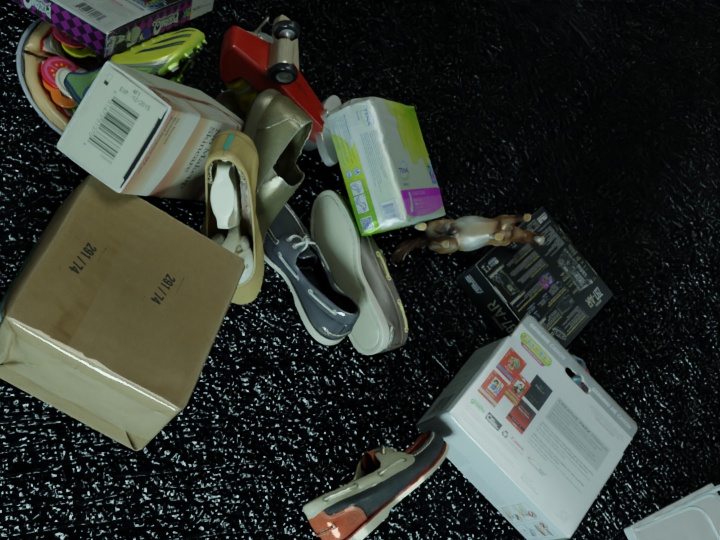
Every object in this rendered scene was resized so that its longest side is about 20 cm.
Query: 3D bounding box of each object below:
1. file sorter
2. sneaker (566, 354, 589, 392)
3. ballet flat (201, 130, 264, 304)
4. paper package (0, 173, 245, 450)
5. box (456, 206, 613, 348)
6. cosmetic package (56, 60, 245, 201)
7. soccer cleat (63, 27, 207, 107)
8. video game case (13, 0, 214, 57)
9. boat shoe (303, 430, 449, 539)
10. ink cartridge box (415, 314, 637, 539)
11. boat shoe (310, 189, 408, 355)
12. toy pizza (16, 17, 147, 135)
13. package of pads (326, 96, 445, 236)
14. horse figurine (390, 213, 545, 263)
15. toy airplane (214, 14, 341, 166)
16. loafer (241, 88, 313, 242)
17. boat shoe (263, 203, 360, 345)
[{"bbox_3d":[0.461,0.343,1.370,0.199,0.124,0.139,-11,69,-41],"label":"file sorter"},{"bbox_3d":[0.257,0.153,1.353,0.199,0.095,0.080,26,49,-23],"label":"sneaker"},{"bbox_3d":[-0.138,-0.043,1.121,0.068,0.201,0.063,3,28,8],"label":"ballet flat"},{"bbox_3d":[-0.233,0.036,1.040,0.190,0.103,0.200,31,48,-16],"label":"paper package"},{"bbox_3d":[0.238,0.022,1.462,0.160,0.044,0.200,51,44,1],"label":"box"},{"bbox_3d":[-0.201,-0.135,1.105,0.087,0.104,0.200,36,12,13],"label":"cosmetic package"},{"bbox_3d":[-0.241,-0.229,1.191,0.084,0.065,0.200,40,45,0],"label":"soccer cleat"},{"bbox_3d":[-0.296,-0.324,1.222,0.200,0.036,0.181,32,42,16],"label":"video game case"},{"bbox_3d":[0.020,0.220,1.147,0.063,0.071,0.200,51,48,5],"label":"boat shoe"},{"bbox_3d":[0.198,0.183,1.268,0.200,0.084,0.176,46,60,-4],"label":"ink cartridge box"},{"bbox_3d":[0.000,0.000,1.273,0.059,0.072,0.201,-6,70,-47],"label":"boat shoe"},{"bbox_3d":[-0.283,-0.215,1.216,0.200,0.032,0.201,20,52,-27],"label":"toy pizza"},{"bbox_3d":[0.034,-0.128,1.307,0.200,0.068,0.155,-18,91,-72],"label":"package of pads"},{"bbox_3d":[0.136,-0.044,1.364,0.199,0.133,0.050,-7,89,5],"label":"horse figurine"},{"bbox_3d":[-0.104,-0.197,1.289,0.200,0.141,0.200,-49,126,-65],"label":"toy airplane"},{"bbox_3d":[-0.103,-0.092,1.172,0.067,0.201,0.076,21,18,19],"label":"loafer"},{"bbox_3d":[-0.061,-0.015,1.237,0.072,0.063,0.200,-19,74,-41],"label":"boat shoe"}]
